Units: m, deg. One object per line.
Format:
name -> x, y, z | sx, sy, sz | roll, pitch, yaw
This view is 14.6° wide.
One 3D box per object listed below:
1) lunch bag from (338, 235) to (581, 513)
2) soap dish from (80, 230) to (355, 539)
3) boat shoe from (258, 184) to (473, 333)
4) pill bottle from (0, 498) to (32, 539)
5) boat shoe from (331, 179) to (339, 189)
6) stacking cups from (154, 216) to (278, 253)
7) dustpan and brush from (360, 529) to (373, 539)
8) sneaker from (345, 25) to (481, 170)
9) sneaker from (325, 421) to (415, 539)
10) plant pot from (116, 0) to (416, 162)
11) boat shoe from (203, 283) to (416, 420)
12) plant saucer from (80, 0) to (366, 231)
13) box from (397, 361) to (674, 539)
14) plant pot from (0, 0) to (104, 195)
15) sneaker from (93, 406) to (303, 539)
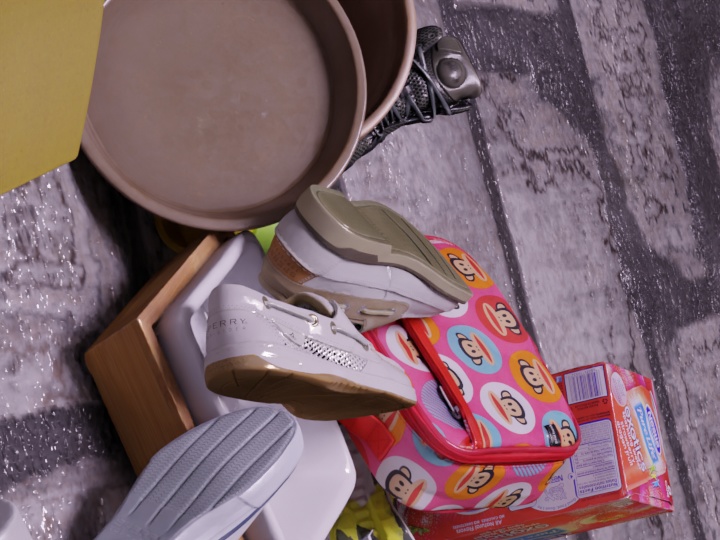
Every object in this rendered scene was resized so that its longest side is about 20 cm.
lunch bag -> 0.036, 0.067, 1.859 | 0.175, 0.082, 0.201 | 1, 47, -43
soap dish -> -0.085, 0.089, 1.709 | 0.201, 0.081, 0.157 | 68, 24, -16
boat shoe -> 0.000, 0.000, 1.772 | 0.075, 0.068, 0.200 | 50, 14, 30
pill bottle -> -0.173, 0.222, 1.380 | 0.201, 0.112, 0.113 | 68, 23, -16
boat shoe -> -0.069, -0.140, 1.914 | 0.072, 0.067, 0.201 | -19, 92, -67
stacking cups -> -0.069, -0.028, 1.860 | 0.200, 0.060, 0.061 | 16, 61, -68
dustpan and brush -> -0.065, 0.247, 1.631 | 0.200, 0.140, 0.057 | -36, 82, -29
sneaker -> 0.017, -0.128, 2.047 | 0.077, 0.114, 0.199 | 68, 25, -11
sneaker -> -0.009, 0.161, 1.879 | 0.085, 0.074, 0.201 | 99, -18, -57
plant pot -> -0.070, -0.155, 1.830 | 0.093, 0.199, 0.202 | 137, -54, -67
boat shoe -> -0.027, 0.046, 1.676 | 0.200, 0.070, 0.070 | 23, 56, -60
plant saucer -> -0.094, -0.117, 1.745 | 0.029, 0.199, 0.201 | 136, -53, -65
box -> 0.109, 0.139, 1.973 | 0.095, 0.199, 0.100 | 21, 57, -61
plant pot -> -0.236, -0.123, 1.374 | 0.200, 0.199, 0.178 | -34, 119, -66
sneaker -> -0.104, 0.158, 1.587 | 0.200, 0.073, 0.071 | -43, 138, -28
